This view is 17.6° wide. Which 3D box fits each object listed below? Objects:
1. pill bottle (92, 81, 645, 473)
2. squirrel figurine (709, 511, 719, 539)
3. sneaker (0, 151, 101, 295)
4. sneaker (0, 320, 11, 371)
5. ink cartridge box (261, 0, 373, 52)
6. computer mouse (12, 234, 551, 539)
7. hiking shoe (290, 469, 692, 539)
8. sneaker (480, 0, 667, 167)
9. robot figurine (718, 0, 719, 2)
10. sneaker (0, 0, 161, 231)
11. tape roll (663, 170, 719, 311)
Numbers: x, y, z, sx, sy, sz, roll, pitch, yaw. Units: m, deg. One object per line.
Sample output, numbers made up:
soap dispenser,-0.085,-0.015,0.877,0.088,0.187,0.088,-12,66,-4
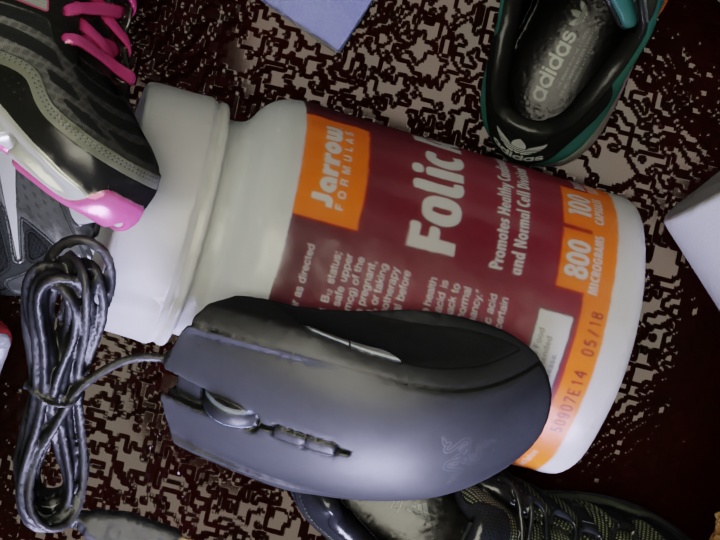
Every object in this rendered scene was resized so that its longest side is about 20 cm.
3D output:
pill bottle,0.000,0.000,0.903,0.198,0.114,0.115,16,95,-10
squirrel figurine,0.164,0.180,0.894,0.199,0.142,0.187,23,130,-26
sneaker,-0.153,-0.078,0.956,0.090,0.066,0.202,-17,97,6
sneaker,-0.226,0.074,0.940,0.112,0.071,0.200,34,73,16
ink cartridge box,-0.042,-0.226,0.951,0.199,0.047,0.198,33,95,6
computer mouse,-0.036,0.071,0.855,0.198,0.046,0.141,12,124,-7
hiking shoe,0.059,0.118,0.930,0.199,0.101,0.076,20,96,4
sneaker,0.102,-0.134,0.921,0.071,0.080,0.201,20,95,4
robot figurine,0.194,-0.167,0.887,0.169,0.113,0.201,28,84,-34
sneaker,-0.106,-0.107,0.844,0.087,0.074,0.201,-35,55,15
tape roll,0.211,-0.044,0.856,0.202,0.202,0.071,-33,90,7
